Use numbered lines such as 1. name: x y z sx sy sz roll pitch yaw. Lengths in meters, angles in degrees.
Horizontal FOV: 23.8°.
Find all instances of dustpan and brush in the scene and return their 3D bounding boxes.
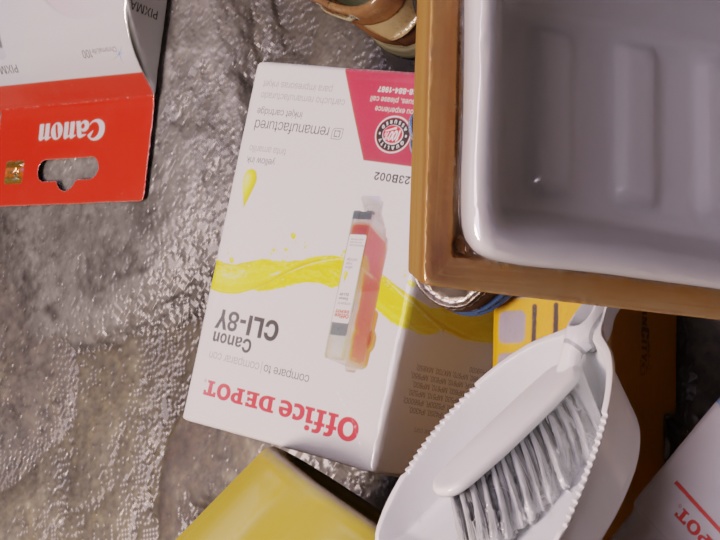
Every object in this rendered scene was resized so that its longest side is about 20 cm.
1. dustpan and brush: 0.085 0.053 0.732 0.200 0.057 0.139 -44 19 -17

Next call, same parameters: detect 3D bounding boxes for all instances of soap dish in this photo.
1. soap dish: 0.109 -0.058 0.672 0.081 0.199 0.158 155 119 -65

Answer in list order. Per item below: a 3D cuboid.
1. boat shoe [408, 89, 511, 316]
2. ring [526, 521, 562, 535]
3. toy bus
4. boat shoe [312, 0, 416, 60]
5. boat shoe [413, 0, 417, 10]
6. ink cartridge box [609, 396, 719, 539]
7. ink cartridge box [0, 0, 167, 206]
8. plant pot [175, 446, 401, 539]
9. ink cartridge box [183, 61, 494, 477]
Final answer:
1. boat shoe: 0.054 -0.070 0.764 0.072 0.072 0.201 23 112 27
2. ring: 0.118 0.197 0.735 0.200 0.019 0.201 42 145 38
3. toy bus: 0.107 0.044 0.811 0.078 0.065 0.201 -7 77 41
4. boat shoe: -0.023 -0.190 0.965 0.200 0.074 0.076 39 106 39
5. boat shoe: 0.125 -0.132 0.814 0.199 0.074 0.076 16 134 23
6. ink cartridge box: 0.200 0.097 0.718 0.200 0.067 0.117 -53 52 17
7. ink cartridge box: -0.198 -0.148 1.127 0.162 0.057 0.201 0 76 41
8. plant pot: -0.043 0.199 0.834 0.200 0.201 0.189 32 86 40
9. ink cartridge box: 0.000 0.000 0.899 0.145 0.083 0.201 10 88 41
